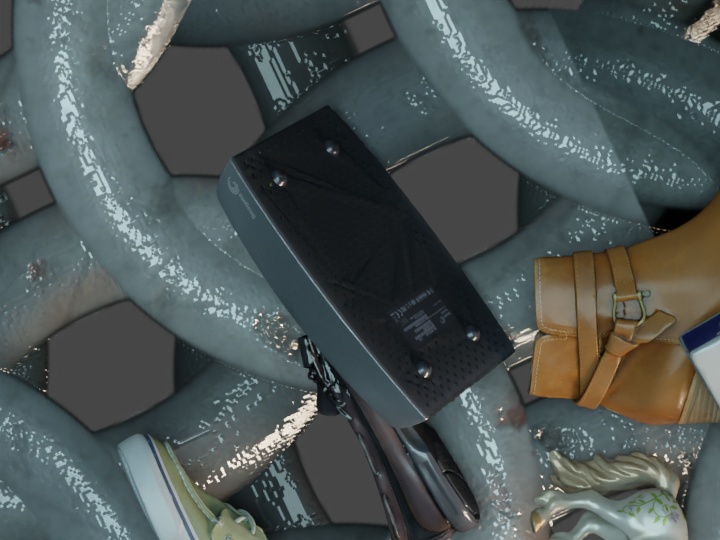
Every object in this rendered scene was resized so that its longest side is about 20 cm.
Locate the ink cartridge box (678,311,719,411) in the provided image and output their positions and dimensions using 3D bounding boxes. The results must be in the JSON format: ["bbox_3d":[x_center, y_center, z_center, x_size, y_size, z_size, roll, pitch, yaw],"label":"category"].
[{"bbox_3d":[0.328,0.074,1.689,0.199,0.041,0.200,-32,110,7],"label":"ink cartridge box"}]

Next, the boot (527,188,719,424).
[{"bbox_3d":[0.185,-0.002,1.717,0.154,0.074,0.201,6,95,4],"label":"boot"}]

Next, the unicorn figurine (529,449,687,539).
[{"bbox_3d":[0.180,0.209,1.728,0.137,0.074,0.201,-4,87,-4],"label":"unicorn figurine"}]

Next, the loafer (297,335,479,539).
[{"bbox_3d":[0.000,0.091,1.749,0.063,0.072,0.200,-32,92,11],"label":"loafer"}]

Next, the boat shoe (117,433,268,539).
[{"bbox_3d":[-0.088,0.186,1.770,0.062,0.072,0.200,-31,99,-6],"label":"boat shoe"}]

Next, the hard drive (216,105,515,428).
[{"bbox_3d":[0.000,0.000,1.716,0.042,0.135,0.200,-40,86,36],"label":"hard drive"}]
